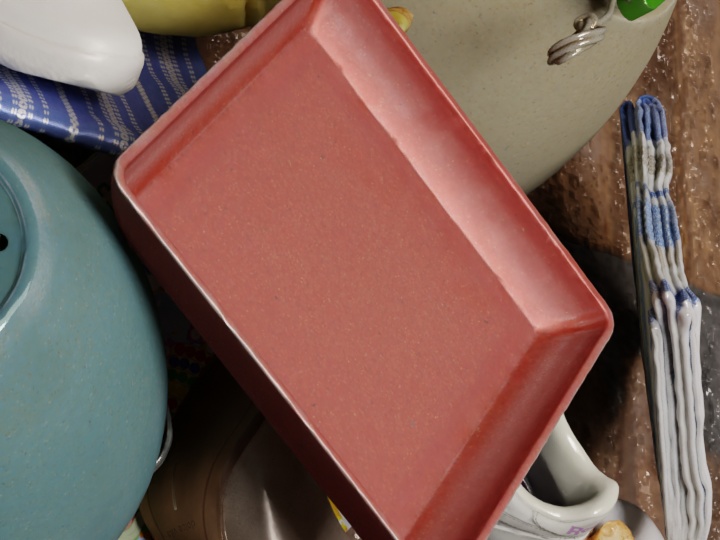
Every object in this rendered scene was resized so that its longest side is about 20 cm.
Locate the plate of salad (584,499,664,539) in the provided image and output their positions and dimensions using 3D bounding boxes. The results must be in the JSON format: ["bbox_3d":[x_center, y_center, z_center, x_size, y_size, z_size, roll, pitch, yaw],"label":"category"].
[{"bbox_3d":[0.128,0.206,1.094,0.200,0.048,0.202,15,72,-61],"label":"plate of salad"}]

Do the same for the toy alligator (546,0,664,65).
[{"bbox_3d":[0.135,-0.151,1.071,0.200,0.059,0.054,-33,95,-42],"label":"toy alligator"}]

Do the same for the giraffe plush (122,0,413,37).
[{"bbox_3d":[-0.041,-0.188,1.015,0.200,0.163,0.172,41,39,24],"label":"giraffe plush"}]

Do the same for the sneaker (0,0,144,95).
[{"bbox_3d":[-0.143,-0.152,0.952,0.075,0.089,0.200,3,37,-50],"label":"sneaker"}]

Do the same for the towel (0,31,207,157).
[{"bbox_3d":[-0.142,-0.093,0.963,0.199,0.024,0.145,16,22,-25],"label":"towel"}]

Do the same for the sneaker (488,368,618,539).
[{"bbox_3d":[0.035,0.042,1.027,0.200,0.099,0.075,48,52,-13],"label":"sneaker"}]

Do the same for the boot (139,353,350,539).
[{"bbox_3d":[-0.023,0.126,0.968,0.146,0.070,0.201,39,61,-21],"label":"boot"}]

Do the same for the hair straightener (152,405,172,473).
[{"bbox_3d":[-0.129,0.110,0.915,0.077,0.041,0.201,29,67,3],"label":"hair straightener"}]

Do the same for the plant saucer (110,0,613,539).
[{"bbox_3d":[0.000,0.000,0.926,0.200,0.037,0.200,52,37,-11],"label":"plant saucer"}]

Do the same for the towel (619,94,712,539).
[{"bbox_3d":[0.144,0.022,1.129,0.200,0.024,0.148,-88,171,-58],"label":"towel"}]

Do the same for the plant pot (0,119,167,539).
[{"bbox_3d":[-0.163,0.018,0.849,0.199,0.135,0.201,4,65,-8],"label":"plant pot"}]

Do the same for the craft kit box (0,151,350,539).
[{"bbox_3d":[-0.082,0.050,1.021,0.198,0.048,0.200,53,49,-8],"label":"craft kit box"}]

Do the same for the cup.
[{"bbox_3d":[0.073,-0.142,1.154,0.199,0.143,0.202,16,64,-35],"label":"cup"}]
